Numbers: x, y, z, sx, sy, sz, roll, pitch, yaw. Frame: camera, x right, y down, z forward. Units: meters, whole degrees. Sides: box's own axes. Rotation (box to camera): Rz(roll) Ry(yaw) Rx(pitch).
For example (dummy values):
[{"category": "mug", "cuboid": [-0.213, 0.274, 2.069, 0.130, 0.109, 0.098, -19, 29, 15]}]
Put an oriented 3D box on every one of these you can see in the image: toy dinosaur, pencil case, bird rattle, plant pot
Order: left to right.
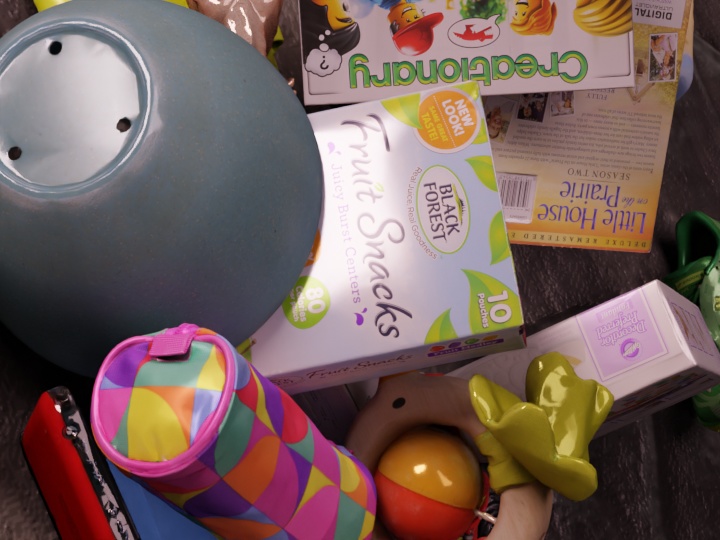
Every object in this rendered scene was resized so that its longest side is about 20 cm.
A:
[{"category": "plant pot", "cuboid": [-0.128, -0.058, 0.924, 0.135, 0.198, 0.202, 59, 15, -70]}, {"category": "toy dinosaur", "cuboid": [-0.076, -0.150, 1.104, 0.201, 0.085, 0.137, -89, 171, -57]}, {"category": "pencil case", "cuboid": [-0.059, 0.097, 0.937, 0.200, 0.087, 0.089, 49, 31, -57]}, {"category": "bird rattle", "cuboid": [0.060, 0.137, 1.027, 0.162, 0.202, 0.112, 24, 19, 24]}]

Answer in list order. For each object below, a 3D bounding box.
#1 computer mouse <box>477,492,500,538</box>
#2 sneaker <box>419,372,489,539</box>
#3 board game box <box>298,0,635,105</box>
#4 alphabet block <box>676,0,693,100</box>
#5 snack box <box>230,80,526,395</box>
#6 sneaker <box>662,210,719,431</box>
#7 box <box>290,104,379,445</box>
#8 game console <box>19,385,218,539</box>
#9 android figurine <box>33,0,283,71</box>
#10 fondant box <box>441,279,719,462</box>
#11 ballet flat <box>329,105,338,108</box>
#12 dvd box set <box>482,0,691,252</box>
[{"category": "computer mouse", "cuboid": [0.107, 0.248, 1.128, 0.138, 0.053, 0.201, 37, 35, -23]}, {"category": "sneaker", "cuboid": [0.043, 0.155, 1.090, 0.076, 0.085, 0.202, 9, 60, -39]}, {"category": "board game box", "cuboid": [0.061, -0.167, 1.080, 0.035, 0.197, 0.128, -64, 150, -79]}, {"category": "alphabet block", "cuboid": [0.106, -0.204, 1.283, 0.195, 0.196, 0.202, 32, 47, -27]}, {"category": "snack box", "cuboid": [-0.020, -0.012, 0.992, 0.053, 0.198, 0.144, 67, 13, -72]}, {"category": "sneaker", "cuboid": [0.261, 0.037, 1.382, 0.083, 0.074, 0.201, 34, 38, -27]}, {"category": "box", "cuboid": [0.000, 0.000, 1.118, 0.117, 0.060, 0.201, 62, 39, -38]}, {"category": "game console", "cuboid": [-0.086, 0.149, 0.954, 0.118, 0.172, 0.202, -23, 81, -21]}, {"category": "android figurine", "cuboid": [-0.125, -0.168, 1.155, 0.181, 0.041, 0.202, -19, 83, -47]}, {"category": "fondant box", "cuboid": [0.145, 0.067, 1.139, 0.059, 0.143, 0.200, 67, 13, 11]}, {"category": "ballet flat", "cuboid": [0.038, -0.080, 1.228, 0.200, 0.067, 0.076, 39, 38, -34]}, {"category": "dvd box set", "cuboid": [0.132, -0.115, 1.147, 0.145, 0.029, 0.202, 3, 101, -24]}]
